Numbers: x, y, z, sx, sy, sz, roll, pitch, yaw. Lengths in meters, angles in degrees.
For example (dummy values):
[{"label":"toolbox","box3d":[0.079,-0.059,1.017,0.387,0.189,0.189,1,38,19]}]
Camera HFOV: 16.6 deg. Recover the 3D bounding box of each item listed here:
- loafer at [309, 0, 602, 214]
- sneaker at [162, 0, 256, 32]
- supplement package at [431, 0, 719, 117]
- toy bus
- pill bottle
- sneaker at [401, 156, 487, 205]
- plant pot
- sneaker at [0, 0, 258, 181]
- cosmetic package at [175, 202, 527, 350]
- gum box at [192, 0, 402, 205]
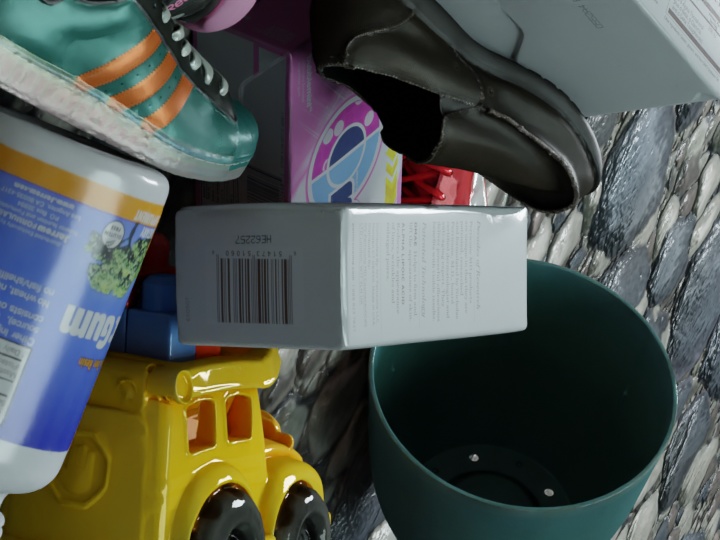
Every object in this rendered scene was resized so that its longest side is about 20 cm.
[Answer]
[{"label":"loafer","box3d":[0.042,-0.080,1.273,0.199,0.073,0.072,34,62,-28]},{"label":"sneaker","box3d":[-0.081,-0.204,1.151,0.095,0.079,0.202,-12,121,-47]},{"label":"supplement package","box3d":[0.085,-0.178,1.262,0.200,0.155,0.112,43,56,-39]},{"label":"toy bus","box3d":[-0.099,0.077,1.298,0.200,0.135,0.194,-4,98,-64]},{"label":"pill bottle","box3d":[-0.171,0.031,1.110,0.112,0.111,0.201,15,98,-65]},{"label":"sneaker","box3d":[0.032,-0.074,1.491,0.115,0.078,0.202,36,66,-56]},{"label":"plant pot","box3d":[0.094,0.119,1.630,0.201,0.200,0.162,-47,160,-35]},{"label":"sneaker","box3d":[-0.106,-0.103,1.117,0.199,0.071,0.080,24,102,-48]},{"label":"cosmetic package","box3d":[0.000,0.000,1.268,0.200,0.101,0.075,-6,97,-61]},{"label":"gum box","box3d":[-0.032,-0.069,1.352,0.113,0.066,0.201,-41,144,-42]}]
